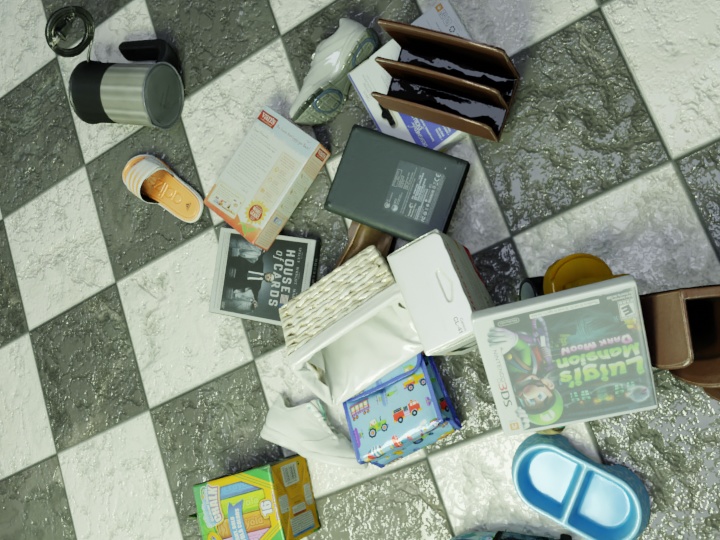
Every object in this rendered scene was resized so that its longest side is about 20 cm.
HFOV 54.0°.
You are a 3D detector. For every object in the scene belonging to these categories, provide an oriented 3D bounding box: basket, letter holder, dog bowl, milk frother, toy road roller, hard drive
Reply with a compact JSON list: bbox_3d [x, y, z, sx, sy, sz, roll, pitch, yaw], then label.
[{"bbox_3d":[-0.009,0.080,1.051,0.197,0.136,0.125,-33,44,7],"label":"basket"},{"bbox_3d":[0.406,0.095,0.852,0.097,0.200,0.147,-5,85,4],"label":"letter holder"},{"bbox_3d":[0.113,-0.275,1.018,0.196,0.142,0.103,21,95,21],"label":"letter holder"},{"bbox_3d":[0.299,0.306,0.979,0.196,0.049,0.114,24,95,24],"label":"dog bowl"},{"bbox_3d":[-0.447,-0.367,1.286,0.183,0.199,0.186,7,84,23],"label":"milk frother"},{"bbox_3d":[0.295,0.080,0.924,0.119,0.146,0.206,-5,79,-12],"label":"toy road roller"},{"bbox_3d":[0.053,-0.129,1.086,0.196,0.033,0.143,21,89,18],"label":"hard drive"}]

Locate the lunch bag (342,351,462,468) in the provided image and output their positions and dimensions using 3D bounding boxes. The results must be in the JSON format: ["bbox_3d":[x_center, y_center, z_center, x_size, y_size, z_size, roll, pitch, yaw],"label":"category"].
[{"bbox_3d":[0.046,0.176,1.094,0.148,0.094,0.204,-29,61,17],"label":"lunch bag"}]

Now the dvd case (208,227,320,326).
[{"bbox_3d":[-0.168,0.012,1.224,0.195,0.025,0.155,8,89,25],"label":"dvd case"}]

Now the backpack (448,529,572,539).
[{"bbox_3d":[0.184,0.455,0.965,0.195,0.146,0.189,-1,82,26],"label":"backpack"}]

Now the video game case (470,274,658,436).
[{"bbox_3d":[0.251,0.111,0.868,0.195,0.024,0.186,-14,115,15],"label":"video game case"}]

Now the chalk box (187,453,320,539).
[{"bbox_3d":[-0.185,0.388,1.145,0.196,0.124,0.127,-21,77,22],"label":"chalk box"}]

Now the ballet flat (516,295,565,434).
[{"bbox_3d":[0.243,0.134,1.016,0.069,0.070,0.206,-16,77,21],"label":"ballet flat"}]

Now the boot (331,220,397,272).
[{"bbox_3d":[0.000,0.000,1.130,0.074,0.074,0.205,22,92,13],"label":"boot"}]

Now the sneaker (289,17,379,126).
[{"bbox_3d":[-0.053,-0.331,1.188,0.201,0.074,0.087,-49,58,5],"label":"sneaker"}]

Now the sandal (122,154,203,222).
[{"bbox_3d":[-0.376,-0.159,1.311,0.204,0.059,0.081,30,97,23],"label":"sandal"}]

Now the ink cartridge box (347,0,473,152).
[{"bbox_3d":[0.106,-0.289,1.121,0.198,0.047,0.201,-34,75,19],"label":"ink cartridge box"}]

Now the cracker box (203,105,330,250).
[{"bbox_3d":[-0.159,-0.158,1.205,0.133,0.058,0.202,36,94,24],"label":"cracker box"}]

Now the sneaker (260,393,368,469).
[{"bbox_3d":[-0.070,0.256,1.139,0.195,0.075,0.091,15,80,25],"label":"sneaker"}]

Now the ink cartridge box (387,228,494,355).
[{"bbox_3d":[0.126,0.037,0.997,0.084,0.199,0.151,-27,75,18],"label":"ink cartridge box"}]
